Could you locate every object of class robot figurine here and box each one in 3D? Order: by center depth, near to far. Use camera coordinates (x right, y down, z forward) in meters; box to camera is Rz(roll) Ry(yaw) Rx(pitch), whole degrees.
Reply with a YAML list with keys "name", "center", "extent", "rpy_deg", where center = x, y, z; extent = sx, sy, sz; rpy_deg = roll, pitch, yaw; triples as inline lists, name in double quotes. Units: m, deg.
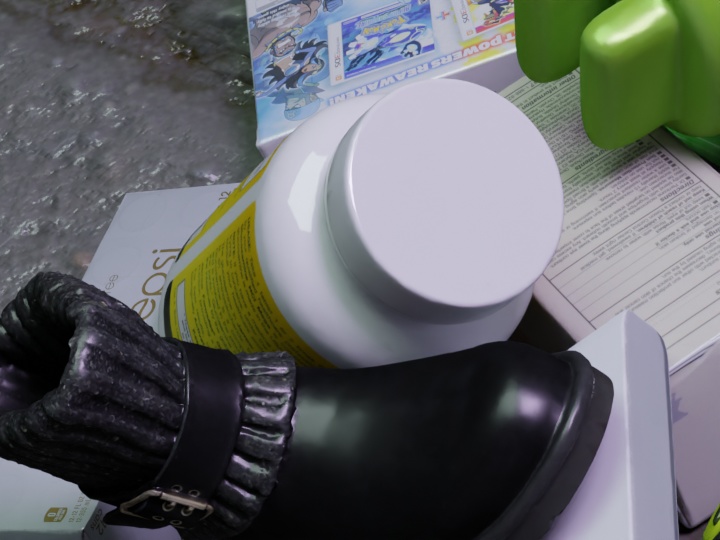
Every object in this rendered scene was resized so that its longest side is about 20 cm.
- name: "robot figurine"
  center: [0.155, -0.131, 0.995]
  extent: [0.199, 0.116, 0.176]
  rpy_deg: [-34, 58, -14]

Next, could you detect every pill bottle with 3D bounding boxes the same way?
- name: "pill bottle"
  center: [0.000, 0.000, 0.978]
  extent: [0.113, 0.112, 0.200]
  rpy_deg: [-48, 4, -26]

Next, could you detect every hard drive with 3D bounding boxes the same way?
- name: "hard drive"
  center: [0.031, 0.114, 0.906]
  extent: [0.200, 0.027, 0.132]
  rpy_deg: [-38, 30, 31]

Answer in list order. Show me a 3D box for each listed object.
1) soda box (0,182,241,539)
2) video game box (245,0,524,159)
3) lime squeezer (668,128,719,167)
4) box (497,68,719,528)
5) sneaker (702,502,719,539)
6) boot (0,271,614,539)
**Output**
- name: "soda box"
  center: [-0.096, 0.055, 1.084]
  extent: [0.068, 0.064, 0.201]
  rpy_deg: [-3, 43, 28]
- name: "video game box"
  center: [0.042, -0.133, 1.233]
  extent: [0.199, 0.047, 0.183]
  rpy_deg: [-19, 37, 10]
- name: "lime squeezer"
  center: [0.200, -0.048, 1.064]
  extent: [0.199, 0.038, 0.071]
  rpy_deg: [-1, 13, 30]
- name: "box"
  center: [0.107, 0.002, 1.015]
  extent: [0.095, 0.078, 0.200]
  rpy_deg: [-31, 38, -6]
- name: "sneaker"
  center: [0.131, 0.134, 0.849]
  extent: [0.200, 0.083, 0.074]
  rpy_deg: [-50, 7, 0]
- name: "boot"
  center: [-0.032, 0.049, 0.878]
  extent: [0.210, 0.157, 0.080]
  rpy_deg: [-27, 36, 44]
